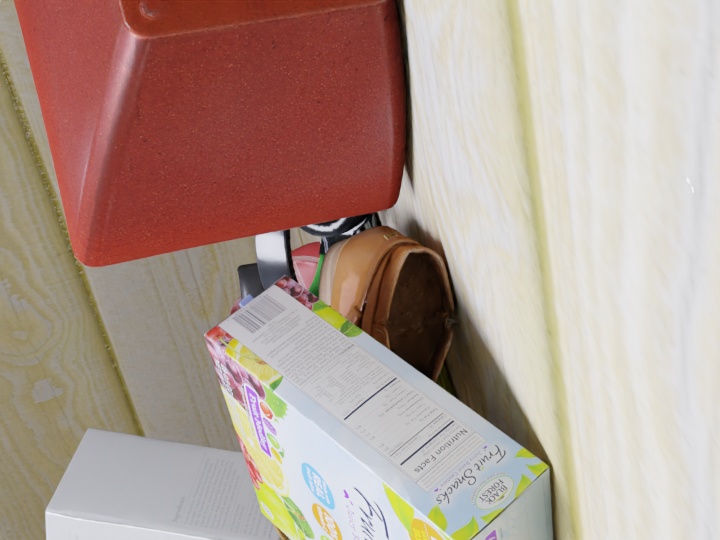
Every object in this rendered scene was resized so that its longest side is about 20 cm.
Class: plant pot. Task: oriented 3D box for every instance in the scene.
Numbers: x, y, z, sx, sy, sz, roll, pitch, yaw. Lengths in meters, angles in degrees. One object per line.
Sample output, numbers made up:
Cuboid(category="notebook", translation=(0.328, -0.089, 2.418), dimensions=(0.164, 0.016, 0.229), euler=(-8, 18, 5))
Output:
Cuboid(category="plant pot", translation=(-0.078, -0.143, 0.685), dimensions=(0.176, 0.199, 0.201), euler=(117, 138, -64))

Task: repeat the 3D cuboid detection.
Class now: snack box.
Cuboid(category="snack box", translation=(0.013, 0.121, 0.680), dimensions=(0.200, 0.068, 0.169), euler=(32, 148, 36))

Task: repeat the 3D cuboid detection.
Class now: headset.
Cuboid(category="headset", translation=(-0.045, -0.067, 0.879), dimensions=(0.123, 0.093, 0.201), euler=(37, -121, -65))

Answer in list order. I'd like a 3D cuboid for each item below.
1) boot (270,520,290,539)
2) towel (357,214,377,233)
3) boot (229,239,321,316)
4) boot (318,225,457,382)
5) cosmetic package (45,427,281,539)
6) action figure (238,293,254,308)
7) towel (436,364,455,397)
Cuboid(category="boot", translation=(-0.041, 0.160, 0.976), dimensions=(0.176, 0.066, 0.200), euler=(62, -176, -27))
Cuboid(category="towel", translation=(0.000, 0.000, 1.051), dimensions=(0.200, 0.034, 0.193), euler=(84, 169, -59))
Cuboid(category="boot", translation=(-0.068, 0.075, 1.408), dimensions=(0.072, 0.143, 0.201), euler=(-133, 26, -75))
Cuboid(category="boot", translation=(0.016, 0.074, 0.777), dimensions=(0.155, 0.073, 0.201), euler=(-172, 74, -72))
Cuboid(category="cosmetic package", translation=(-0.166, 0.266, 1.114), dimensions=(0.123, 0.199, 0.200), euler=(-79, -3, -59))
Cuboid(category="action figure", translation=(-0.030, 0.081, 1.280), dimensions=(0.200, 0.105, 0.193), euler=(50, 171, -5))
Cuboid(category="towel", translation=(0.051, 0.104, 0.918), dimensions=(0.200, 0.018, 0.087), euler=(96, 158, -77))
